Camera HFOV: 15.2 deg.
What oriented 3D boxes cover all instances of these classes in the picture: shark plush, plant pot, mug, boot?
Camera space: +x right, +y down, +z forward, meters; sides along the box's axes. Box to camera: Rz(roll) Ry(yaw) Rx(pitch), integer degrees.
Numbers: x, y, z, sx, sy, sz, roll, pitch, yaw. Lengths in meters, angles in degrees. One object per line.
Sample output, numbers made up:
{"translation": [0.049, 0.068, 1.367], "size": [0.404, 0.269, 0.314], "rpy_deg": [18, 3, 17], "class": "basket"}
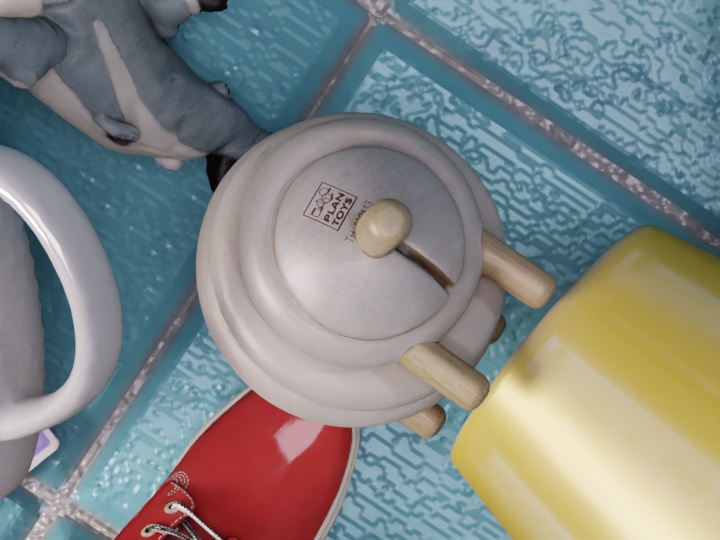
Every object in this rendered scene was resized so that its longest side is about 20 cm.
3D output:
{"translation": [-0.088, -0.089, 1.113], "size": [0.200, 0.091, 0.083], "rpy_deg": [38, 97, -7], "class": "shark plush"}
{"translation": [0.148, 0.088, 1.095], "size": [0.189, 0.201, 0.201], "rpy_deg": [40, 93, 12], "class": "plant pot"}
{"translation": [-0.177, 0.010, 1.038], "size": [0.200, 0.148, 0.176], "rpy_deg": [-7, 108, 34], "class": "mug"}
{"translation": [-0.075, 0.123, 1.101], "size": [0.072, 0.144, 0.200], "rpy_deg": [38, 89, 7], "class": "boot"}

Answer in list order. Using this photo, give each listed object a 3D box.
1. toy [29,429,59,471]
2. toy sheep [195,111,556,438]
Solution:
{"translation": [-0.241, 0.093, 1.146], "size": [0.200, 0.047, 0.115], "rpy_deg": [-39, 93, 1], "class": "toy"}
{"translation": [0.000, 0.000, 1.072], "size": [0.137, 0.200, 0.138], "rpy_deg": [3, 75, -11], "class": "toy sheep"}
